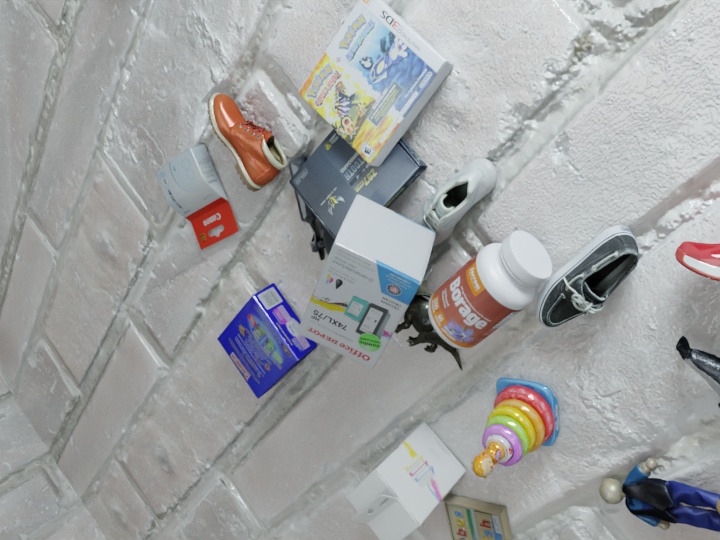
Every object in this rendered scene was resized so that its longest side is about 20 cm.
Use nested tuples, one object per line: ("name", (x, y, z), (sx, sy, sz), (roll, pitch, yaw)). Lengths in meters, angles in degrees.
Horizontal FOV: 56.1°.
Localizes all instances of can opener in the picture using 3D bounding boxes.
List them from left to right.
("can opener", (-0.082, -0.118, 1.290), (0.065, 0.053, 0.205), (-10, 104, 8))

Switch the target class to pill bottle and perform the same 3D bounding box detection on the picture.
("pill bottle", (0.203, 0.030, 1.065), (0.113, 0.112, 0.200), (51, 132, 9))

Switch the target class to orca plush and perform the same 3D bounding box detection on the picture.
("orca plush", (0.519, 0.154, 0.910), (0.200, 0.071, 0.105), (44, 175, 21))

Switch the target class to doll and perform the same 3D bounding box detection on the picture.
("doll", (0.462, 0.348, 1.035), (0.198, 0.048, 0.139), (-5, 115, 47))

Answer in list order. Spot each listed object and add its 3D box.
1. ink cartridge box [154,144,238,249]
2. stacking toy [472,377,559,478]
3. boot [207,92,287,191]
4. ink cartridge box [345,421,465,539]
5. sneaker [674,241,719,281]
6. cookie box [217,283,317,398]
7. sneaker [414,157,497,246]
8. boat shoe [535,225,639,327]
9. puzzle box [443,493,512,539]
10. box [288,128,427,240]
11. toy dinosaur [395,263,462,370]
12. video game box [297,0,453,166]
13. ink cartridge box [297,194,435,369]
("ink cartridge box", (-0.364, -0.155, 1.496), (0.158, 0.047, 0.204), (-18, 95, 42))
("stacking toy", (0.234, 0.267, 1.084), (0.108, 0.199, 0.119), (5, 112, 37))
("boot", (-0.216, -0.266, 1.315), (0.106, 0.075, 0.202), (-23, 102, 39))
("ink cartridge box", (0.079, 0.411, 1.275), (0.125, 0.199, 0.129), (46, 131, 12))
("sneaker", (0.501, -0.040, 0.828), (0.196, 0.078, 0.118), (13, 109, 21))
("cookie box", (-0.209, 0.157, 1.487), (0.172, 0.075, 0.200), (53, 132, 7))
("sneaker", (0.133, -0.101, 1.089), (0.071, 0.080, 0.201), (48, 133, 9))
("boat shoe", (0.328, 0.028, 0.979), (0.073, 0.069, 0.200), (26, 128, -18))
("puzzle box", (0.238, 0.541, 1.321), (0.131, 0.025, 0.204), (-2, 108, 41))
("box", (-0.007, -0.164, 1.153), (0.200, 0.051, 0.158), (-44, 80, 22))
("toy dinosaur", (0.120, 0.096, 1.189), (0.202, 0.076, 0.102), (60, 144, 7))
("video game box", (0.020, -0.304, 1.075), (0.182, 0.047, 0.201), (45, 111, 17))
("ink cartridge box", (0.008, 0.020, 1.091), (0.144, 0.147, 0.202), (24, 128, -1))
